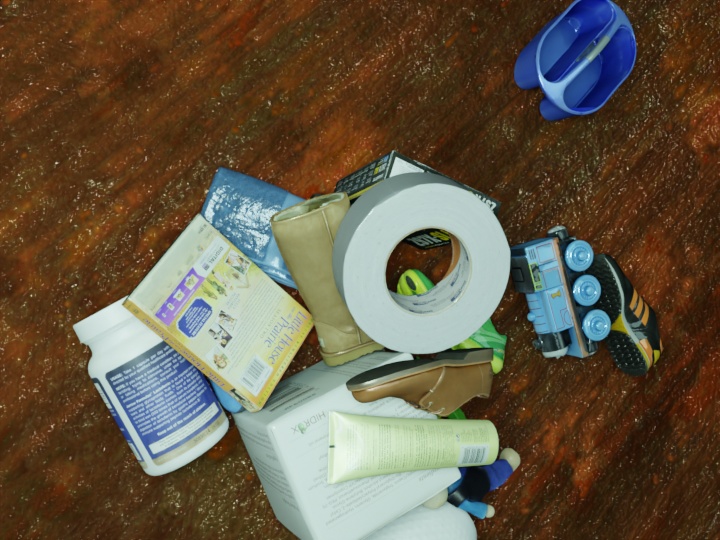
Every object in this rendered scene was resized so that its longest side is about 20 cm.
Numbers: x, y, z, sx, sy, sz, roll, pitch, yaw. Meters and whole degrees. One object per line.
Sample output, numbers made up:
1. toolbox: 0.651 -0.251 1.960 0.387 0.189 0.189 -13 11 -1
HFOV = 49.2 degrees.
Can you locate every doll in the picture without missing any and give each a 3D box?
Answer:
1. doll: 0.135 0.273 1.060 0.199 0.136 0.049 -13 137 -53

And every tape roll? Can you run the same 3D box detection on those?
1. tape roll: 0.069 -0.008 0.910 0.198 0.066 0.202 -4 110 -12

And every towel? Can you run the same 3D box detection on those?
1. towel: -0.109 -0.047 0.998 0.198 0.049 0.113 22 96 -1

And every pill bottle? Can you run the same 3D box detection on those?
1. pill bottle: -0.250 0.129 0.936 0.115 0.116 0.201 -30 98 -20

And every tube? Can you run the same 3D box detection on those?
1. tube: 0.057 0.194 0.880 0.198 0.052 0.058 2 43 -21

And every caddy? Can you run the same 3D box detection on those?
1. caddy: 0.331 -0.320 1.192 0.141 0.105 0.200 46 73 -12

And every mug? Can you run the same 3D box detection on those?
1. mug: 0.071 0.400 1.040 0.175 0.147 0.201 -36 123 -31

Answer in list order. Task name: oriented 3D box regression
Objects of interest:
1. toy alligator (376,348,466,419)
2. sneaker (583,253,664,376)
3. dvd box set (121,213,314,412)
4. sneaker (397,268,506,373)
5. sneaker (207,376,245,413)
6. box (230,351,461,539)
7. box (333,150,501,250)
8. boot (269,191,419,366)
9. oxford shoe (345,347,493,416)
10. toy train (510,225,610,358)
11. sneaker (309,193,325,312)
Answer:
1. toy alligator: 0.085 0.149 1.102 0.200 0.059 0.054 42 32 -13
2. sneaker: 0.415 0.059 1.232 0.090 0.070 0.202 -28 97 -35
3. dvd box set: -0.161 0.050 0.937 0.200 0.029 0.147 42 53 -15
4. sneaker: 0.130 0.066 1.120 0.200 0.074 0.084 43 53 -15
5. sneaker: -0.192 0.081 0.965 0.078 0.066 0.202 -5 74 -49
6. box: -0.024 0.212 0.973 0.199 0.199 0.173 -24 95 -22
7. box: 0.065 -0.084 1.026 0.159 0.200 0.050 21 78 -19
8. boot: 0.000 0.000 0.962 0.174 0.066 0.202 -23 112 -17
9. oxford shoe: 0.075 0.131 0.879 0.198 0.071 0.072 -4 89 -31
10. toy train: 0.294 0.038 1.174 0.113 0.087 0.202 -16 95 -12
11. sneaker: -0.018 -0.003 1.066 0.103 0.060 0.202 -2 93 -19
